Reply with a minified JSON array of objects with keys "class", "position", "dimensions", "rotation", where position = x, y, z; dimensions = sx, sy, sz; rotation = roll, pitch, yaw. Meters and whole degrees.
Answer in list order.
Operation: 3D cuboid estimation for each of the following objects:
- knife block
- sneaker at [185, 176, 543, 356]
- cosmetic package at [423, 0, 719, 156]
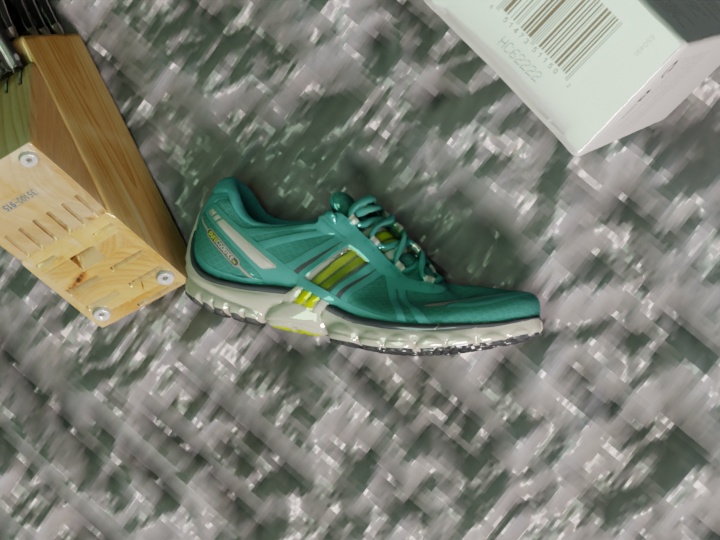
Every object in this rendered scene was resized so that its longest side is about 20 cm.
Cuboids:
[{"class":"knife block","position":[-0.175,-0.089,1.178],"dimensions":[0.064,0.176,0.200],"rotation":[-27,134,22]},{"class":"sneaker","position":[0.000,0.000,1.117],"dimensions":[0.199,0.077,0.080],"rotation":[13,93,17]},{"class":"cosmetic package","position":[0.112,-0.120,0.990],"dimensions":[0.101,0.200,0.071],"rotation":[47,110,8]}]
